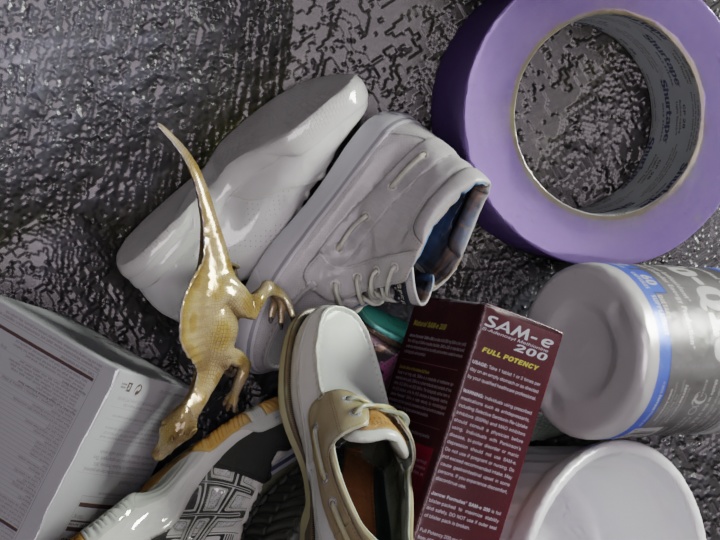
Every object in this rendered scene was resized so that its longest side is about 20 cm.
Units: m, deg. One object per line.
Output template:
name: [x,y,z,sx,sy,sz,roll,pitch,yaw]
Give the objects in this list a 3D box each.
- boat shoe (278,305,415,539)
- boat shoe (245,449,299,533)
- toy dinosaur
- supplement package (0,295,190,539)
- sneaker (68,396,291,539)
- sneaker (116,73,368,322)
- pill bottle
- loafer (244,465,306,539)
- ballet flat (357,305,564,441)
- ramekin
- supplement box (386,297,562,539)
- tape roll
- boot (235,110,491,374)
boat shoe: [0.000,0.105,0.911,0.075,0.068,0.201,11,57,-33]
boat shoe: [-0.087,0.172,0.994,0.200,0.072,0.062,-37,64,-21]
toy dinosaur: [-0.086,0.016,0.933,0.058,0.101,0.201,2,88,22]
supplement package: [-0.211,0.132,0.947,0.113,0.110,0.201,27,89,21]
sneaker: [-0.097,0.155,0.932,0.200,0.076,0.088,-38,89,-36]
sneaker: [-0.062,-0.044,1.013,0.200,0.075,0.089,-42,114,1]
pill bottle: [0.216,0.053,1.026,0.199,0.114,0.114,2,95,-38]
loafer: [-0.044,0.204,0.939,0.070,0.075,0.200,38,62,-24]
ballet flat: [0.071,0.085,1.055,0.199,0.069,0.071,19,109,-10]
ramekin: [0.135,0.210,1.023,0.200,0.098,0.201,0,89,-42]
supplement box: [0.050,0.120,0.955,0.061,0.109,0.201,19,86,-20]
tape roll: [0.154,-0.105,1.041,0.199,0.085,0.201,-1,96,-13]
boot: [0.000,0.000,0.989,0.200,0.095,0.073,-58,148,8]
